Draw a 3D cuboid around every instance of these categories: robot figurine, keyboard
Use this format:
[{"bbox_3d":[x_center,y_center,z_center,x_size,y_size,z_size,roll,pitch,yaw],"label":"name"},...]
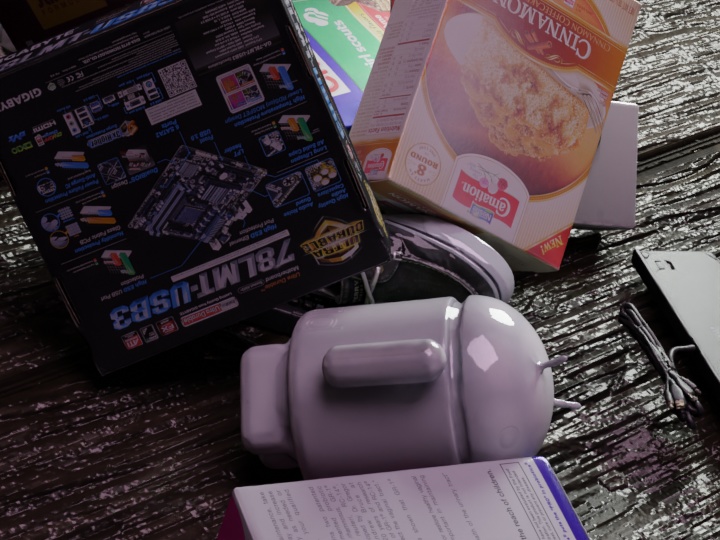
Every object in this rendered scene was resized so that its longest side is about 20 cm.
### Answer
[{"bbox_3d":[0.029,0.075,1.213,0.198,0.170,0.114,-5,75,11],"label":"robot figurine"},{"bbox_3d":[0.242,0.058,1.424,0.126,0.021,0.201,1,41,-29],"label":"keyboard"},{"bbox_3d":[-0.039,0.029,1.346,0.198,0.021,0.128,16,39,-5],"label":"keyboard"}]

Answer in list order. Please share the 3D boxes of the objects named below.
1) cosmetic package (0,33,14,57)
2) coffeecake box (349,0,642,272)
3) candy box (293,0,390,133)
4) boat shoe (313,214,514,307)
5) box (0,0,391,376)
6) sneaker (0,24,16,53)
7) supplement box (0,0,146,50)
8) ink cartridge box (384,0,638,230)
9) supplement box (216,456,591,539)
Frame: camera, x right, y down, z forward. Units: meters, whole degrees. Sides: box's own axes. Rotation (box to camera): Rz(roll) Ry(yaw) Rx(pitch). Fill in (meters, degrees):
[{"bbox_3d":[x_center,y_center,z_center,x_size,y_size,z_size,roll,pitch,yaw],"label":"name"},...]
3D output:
[{"bbox_3d":[-0.222,-0.164,1.446,0.105,0.071,0.200,27,39,10],"label":"cosmetic package"},{"bbox_3d":[0.088,-0.120,1.381,0.153,0.073,0.201,26,76,-30],"label":"coffeecake box"},{"bbox_3d":[-0.022,-0.142,1.505,0.199,0.077,0.169,-15,53,-34],"label":"candy box"},{"bbox_3d":[0.000,0.000,1.340,0.199,0.073,0.071,16,39,14],"label":"boat shoe"},{"bbox_3d":[-0.107,-0.062,1.219,0.199,0.200,0.050,-22,22,8],"label":"box"},{"bbox_3d":[-0.198,-0.231,1.409,0.074,0.087,0.201,13,38,-6],"label":"sneaker"},{"bbox_3d":[-0.120,-0.126,1.296,0.201,0.130,0.103,60,40,-20],"label":"supplement box"},{"bbox_3d":[0.111,-0.122,1.464,0.199,0.178,0.045,3,-3,-32],"label":"ink cartridge box"},{"bbox_3d":[0.022,0.180,1.132,0.199,0.102,0.104,-3,45,-27],"label":"supplement box"}]
